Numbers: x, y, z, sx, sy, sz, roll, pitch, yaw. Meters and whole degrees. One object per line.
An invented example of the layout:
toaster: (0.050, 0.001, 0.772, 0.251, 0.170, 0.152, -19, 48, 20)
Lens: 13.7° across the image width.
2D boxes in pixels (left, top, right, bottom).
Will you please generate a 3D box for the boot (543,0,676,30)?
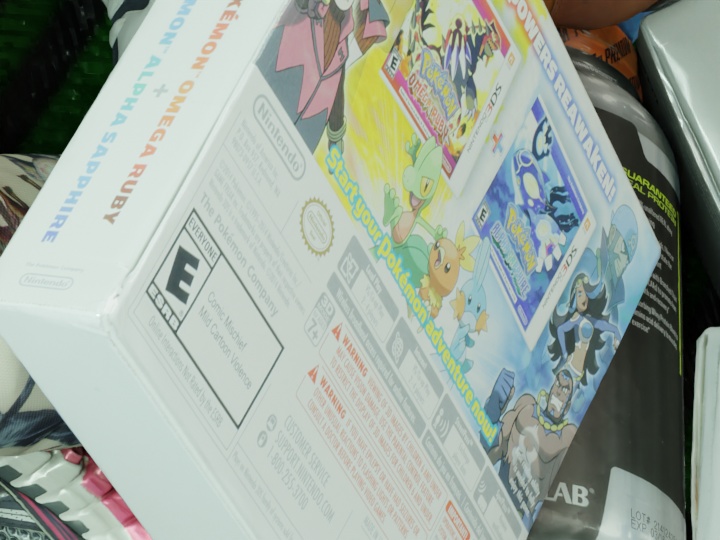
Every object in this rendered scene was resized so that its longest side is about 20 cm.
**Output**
boot: (0.020, -0.149, 0.873, 0.199, 0.068, 0.189, -21, 109, -41)

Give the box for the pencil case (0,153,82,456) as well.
pencil case: (-0.083, 0.002, 0.777, 0.200, 0.078, 0.090, -5, 65, -60)

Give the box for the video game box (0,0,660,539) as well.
video game box: (0.000, 0.000, 0.781, 0.183, 0.047, 0.200, -60, 140, -28)

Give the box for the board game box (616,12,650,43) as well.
board game box: (0.043, -0.178, 1.057, 0.199, 0.037, 0.151, 30, 46, 8)

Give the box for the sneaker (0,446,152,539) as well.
sneaker: (-0.093, 0.071, 0.844, 0.200, 0.075, 0.081, 40, 14, -5)

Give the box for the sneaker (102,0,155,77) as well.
sneaker: (-0.058, -0.073, 0.949, 0.079, 0.129, 0.200, 23, 93, -43)

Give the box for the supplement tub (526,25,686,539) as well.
supplement tub: (0.042, 0.019, 0.953, 0.122, 0.122, 0.201, 23, 56, -32)

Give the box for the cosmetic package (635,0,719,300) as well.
cosmetic package: (0.149, -0.044, 1.036, 0.200, 0.090, 0.107, 69, -3, -83)

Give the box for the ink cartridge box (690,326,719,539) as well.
ink cartridge box: (0.199, 0.097, 0.983, 0.200, 0.144, 0.084, 58, 34, -53)
